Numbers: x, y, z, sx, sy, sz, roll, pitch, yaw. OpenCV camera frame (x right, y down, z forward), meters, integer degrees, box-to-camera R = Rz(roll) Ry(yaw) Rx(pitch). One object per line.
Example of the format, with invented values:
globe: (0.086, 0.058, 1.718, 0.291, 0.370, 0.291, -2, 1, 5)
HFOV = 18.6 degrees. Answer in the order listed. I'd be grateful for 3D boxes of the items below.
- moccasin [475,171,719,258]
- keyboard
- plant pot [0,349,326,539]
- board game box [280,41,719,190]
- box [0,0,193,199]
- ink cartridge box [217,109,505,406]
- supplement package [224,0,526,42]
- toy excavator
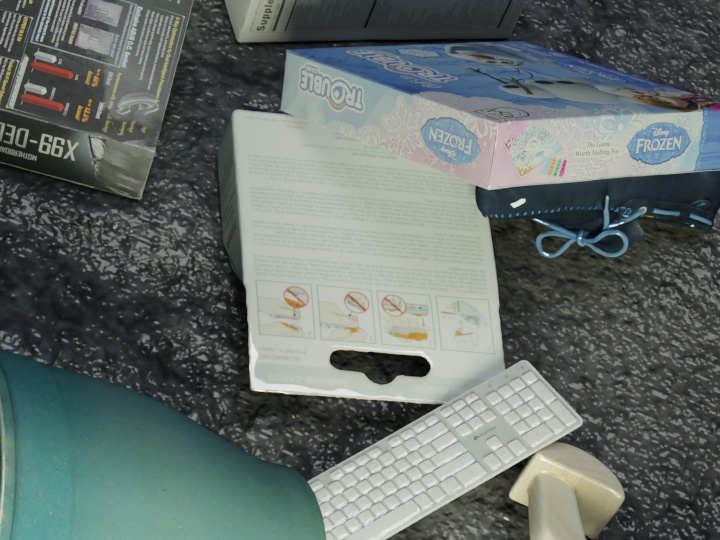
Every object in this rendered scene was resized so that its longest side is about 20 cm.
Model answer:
moccasin: (0.159, -0.041, 1.372, 0.200, 0.068, 0.080, -7, 12, -32)
keyboard: (0.029, 0.112, 1.226, 0.200, 0.011, 0.056, -28, 48, -22)
plant pot: (-0.126, 0.146, 1.070, 0.188, 0.200, 0.200, 13, 47, -29)
board game box: (0.089, -0.098, 1.331, 0.199, 0.044, 0.200, -8, 21, -38)
box: (-0.189, -0.150, 1.370, 0.157, 0.050, 0.200, 15, 49, -8)
ink cartridge box: (0.000, 0.000, 1.323, 0.160, 0.047, 0.200, 5, 57, -16)
supplement package: (0.011, -0.228, 1.460, 0.199, 0.114, 0.110, -3, 55, -22)
toy excavator: (0.142, 0.186, 1.171, 0.200, 0.100, 0.194, 39, 29, 12)
